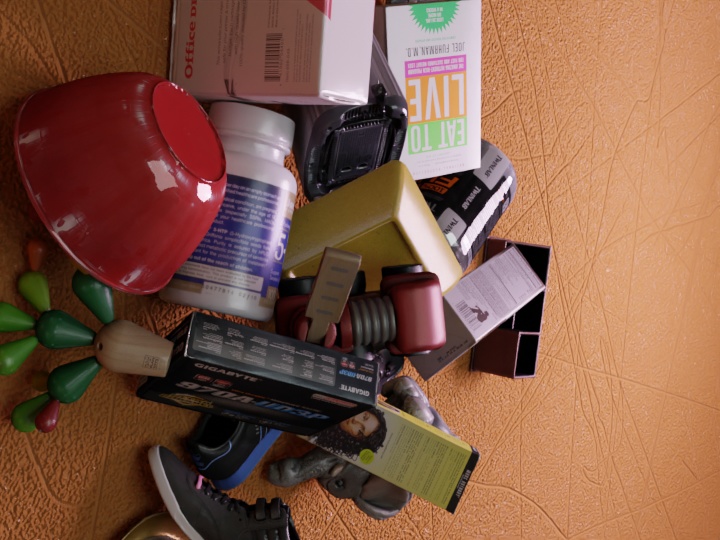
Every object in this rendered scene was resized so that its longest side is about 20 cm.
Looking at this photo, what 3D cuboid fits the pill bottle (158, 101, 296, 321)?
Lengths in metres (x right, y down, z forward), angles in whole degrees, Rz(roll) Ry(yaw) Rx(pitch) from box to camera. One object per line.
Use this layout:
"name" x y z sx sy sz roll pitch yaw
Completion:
"pill bottle" -0.127 -0.059 0.991 0.119 0.118 0.204 14 86 -50

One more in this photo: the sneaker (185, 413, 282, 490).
"sneaker" -0.114 0.140 1.079 0.201 0.069 0.078 -56 139 -27

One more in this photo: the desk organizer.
"desk organizer" 0.224 0.056 1.465 0.071 0.076 0.204 5 92 -50

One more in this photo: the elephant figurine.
"elephant figurine" 0.009 0.229 1.199 0.199 0.142 0.156 -37 95 4

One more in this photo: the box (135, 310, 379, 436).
"box" -0.102 0.107 0.965 0.197 0.159 0.047 18 63 -24

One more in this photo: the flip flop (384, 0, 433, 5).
"flip flop" 0.052 -0.291 1.219 0.080 0.058 0.203 -11 121 -29

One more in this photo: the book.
"book" 0.082 -0.217 1.178 0.131 0.048 0.204 -11 110 -23

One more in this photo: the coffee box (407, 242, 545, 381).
"coffee box" 0.147 0.053 1.319 0.080 0.113 0.199 53 41 7

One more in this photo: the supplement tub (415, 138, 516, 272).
"supplement tub" 0.110 -0.069 1.272 0.201 0.121 0.124 -53 132 -31

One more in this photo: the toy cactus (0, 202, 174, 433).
"toy cactus" -0.244 0.054 0.852 0.162 0.102 0.204 15 90 -5

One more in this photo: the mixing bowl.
"mixing bowl" -0.186 -0.093 0.850 0.200 0.107 0.202 48 27 -34

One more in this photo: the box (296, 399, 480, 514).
"box" 0.031 0.192 1.103 0.050 0.197 0.076 -42 157 -89

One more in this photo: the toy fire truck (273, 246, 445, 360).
"toy fire truck" 0.003 0.035 0.971 0.172 0.200 0.131 -6 94 -8

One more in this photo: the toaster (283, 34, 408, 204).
"toaster" -0.021 -0.170 1.046 0.112 0.131 0.201 -14 153 -14

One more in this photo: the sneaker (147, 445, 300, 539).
"sneaker" -0.132 0.244 1.014 0.098 0.071 0.202 -34 95 2

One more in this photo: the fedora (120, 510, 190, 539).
"fedora" -0.190 0.352 1.013 0.199 0.081 0.205 -10 104 -49

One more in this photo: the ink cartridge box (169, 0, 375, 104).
"ink cartridge box" -0.087 -0.236 0.947 0.084 0.197 0.149 -2 98 -55

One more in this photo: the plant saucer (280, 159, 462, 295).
"plant saucer" 0.000 0.000 1.103 0.201 0.197 0.049 56 13 -41

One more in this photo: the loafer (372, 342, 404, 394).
"loafer" -0.002 0.135 1.217 0.198 0.062 0.073 -11 105 -49
